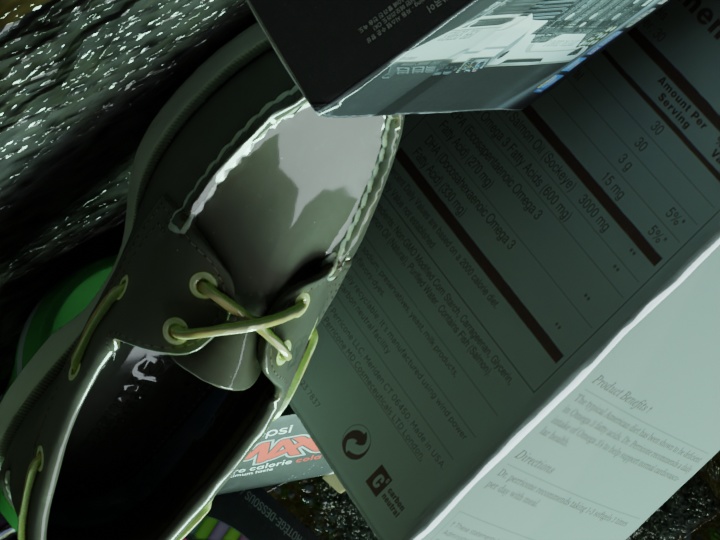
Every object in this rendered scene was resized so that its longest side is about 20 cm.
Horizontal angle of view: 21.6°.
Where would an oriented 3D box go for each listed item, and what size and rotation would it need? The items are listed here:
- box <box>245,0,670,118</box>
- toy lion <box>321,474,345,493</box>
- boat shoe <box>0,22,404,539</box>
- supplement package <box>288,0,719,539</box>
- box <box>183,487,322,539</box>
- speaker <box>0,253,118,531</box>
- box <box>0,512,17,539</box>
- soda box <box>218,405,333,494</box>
[{"bbox_3d":[0.082,-0.112,0.449,0.199,0.050,0.158,-34,173,20],"label":"box"},{"bbox_3d":[0.049,0.005,0.987,0.200,0.069,0.192,-48,178,-32],"label":"toy lion"},{"bbox_3d":[-0.043,0.015,0.535,0.072,0.061,0.202,17,125,-30],"label":"boat shoe"},{"bbox_3d":[0.078,-0.006,0.618,0.200,0.118,0.117,-45,145,12],"label":"supplement package"},{"bbox_3d":[-0.109,0.186,0.839,0.106,0.122,0.200,-41,-168,50],"label":"box"},{"bbox_3d":[-0.095,0.057,0.713,0.088,0.089,0.200,-29,173,-21],"label":"speaker"},{"bbox_3d":[-0.168,0.104,0.925,0.199,0.039,0.137,-34,173,17],"label":"box"},{"bbox_3d":[0.008,0.046,0.848,0.198,0.064,0.071,-8,148,-20],"label":"soda box"}]
